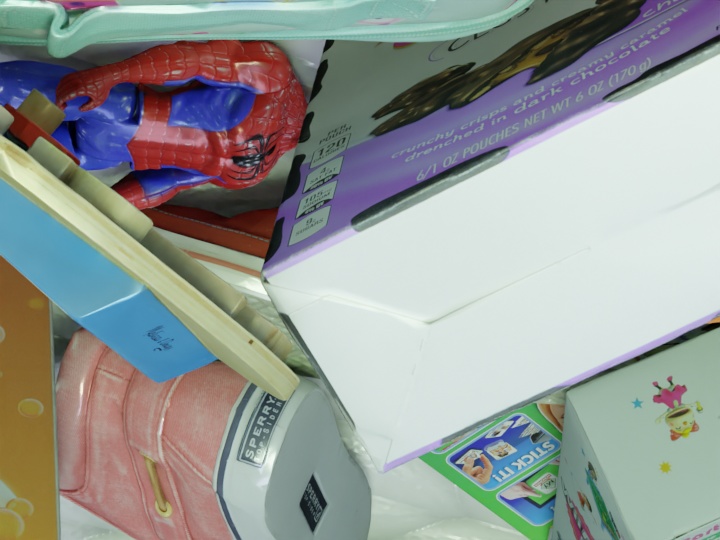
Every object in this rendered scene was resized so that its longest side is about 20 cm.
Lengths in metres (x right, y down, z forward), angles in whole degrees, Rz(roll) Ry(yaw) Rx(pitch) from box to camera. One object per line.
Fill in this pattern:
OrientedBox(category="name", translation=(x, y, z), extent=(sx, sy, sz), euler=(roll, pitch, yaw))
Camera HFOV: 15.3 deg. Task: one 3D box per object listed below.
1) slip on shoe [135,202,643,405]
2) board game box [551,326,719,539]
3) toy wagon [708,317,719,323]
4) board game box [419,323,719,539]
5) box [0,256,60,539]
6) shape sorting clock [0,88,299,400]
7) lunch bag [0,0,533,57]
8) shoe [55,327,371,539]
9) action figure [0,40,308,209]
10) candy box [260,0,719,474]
OrientedBox(category="slip on shoe", translation=(0.000, 0.000, 0.912), extent=(0.198, 0.062, 0.074), euler=(8, 157, 8))
OrientedBox(category="board game box", translation=(0.147, 0.075, 0.945), extent=(0.147, 0.065, 0.200), euler=(-22, 159, -7))
OrientedBox(category="toy wagon", translation=(0.167, -0.045, 0.815), extent=(0.199, 0.155, 0.040), euler=(-24, 108, -5))
OrientedBox(category="board game box", translation=(0.109, 0.021, 0.977), extent=(0.199, 0.029, 0.134), euler=(-35, 129, 24))
OrientedBox(category="box", translation=(-0.161, 0.075, 0.867), extent=(0.123, 0.201, 0.098), euler=(0, 135, -10))
OrientedBox(category="shape sorting clock", translation=(-0.095, -0.030, 0.711), extent=(0.039, 0.200, 0.200), euler=(-49, 129, -4))
OrientedBox(category="lunch bag", translation=(-0.039, -0.136, 0.706), extent=(0.198, 0.162, 0.077), euler=(-1, 174, -8))
OrientedBox(category="shoe", translation=(-0.054, 0.081, 0.990), extent=(0.090, 0.072, 0.200), euler=(19, 157, 16))
OrientedBox(category="action figure", translation=(-0.090, -0.047, 0.869), extent=(0.198, 0.052, 0.066), euler=(1, 131, -13))
OrientedBox(category="candy box", translation=(0.068, -0.048, 0.776), extent=(0.167, 0.200, 0.072), euler=(-26, 110, 16))
